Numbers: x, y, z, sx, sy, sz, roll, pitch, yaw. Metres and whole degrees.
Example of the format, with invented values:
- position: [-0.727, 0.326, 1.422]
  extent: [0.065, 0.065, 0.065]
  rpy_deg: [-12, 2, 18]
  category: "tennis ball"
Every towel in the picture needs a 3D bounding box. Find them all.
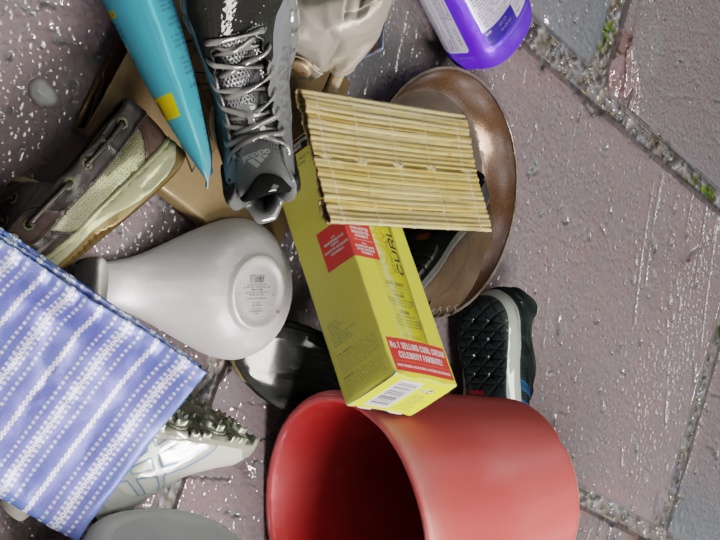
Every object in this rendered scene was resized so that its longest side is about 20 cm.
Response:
- position: [-0.209, 0.065, 1.054]
  extent: [0.199, 0.024, 0.145]
  rpy_deg: [35, 97, -26]
  category: "towel"

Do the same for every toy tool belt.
- position: [-0.020, -0.222, 1.239]
  extent: [0.123, 0.123, 0.202]
  rpy_deg: [83, 12, -64]
  category: "toy tool belt"

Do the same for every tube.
- position: [-0.133, -0.152, 1.125]
  extent: [0.077, 0.050, 0.202]
  rpy_deg: [-80, 149, -77]
  category: "tube"

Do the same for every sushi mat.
- position: [0.027, -0.076, 1.250]
  extent: [0.199, 0.012, 0.097]
  rpy_deg: [2, 75, -52]
  category: "sushi mat"

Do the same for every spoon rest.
- position: [-0.121, 0.011, 1.194]
  extent: [0.199, 0.060, 0.101]
  rpy_deg: [4, 92, -49]
  category: "spoon rest"

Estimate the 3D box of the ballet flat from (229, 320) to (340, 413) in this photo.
- position: [-0.029, 0.077, 1.329]
  extent: [0.199, 0.057, 0.067]
  rpy_deg: [23, 103, -42]
  category: "ballet flat"

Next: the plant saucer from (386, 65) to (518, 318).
- position: [0.057, -0.063, 1.403]
  extent: [0.199, 0.032, 0.203]
  rpy_deg: [-9, 103, -46]
  category: "plant saucer"

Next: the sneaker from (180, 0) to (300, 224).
- position: [-0.066, -0.108, 1.118]
  extent: [0.201, 0.074, 0.116]
  rpy_deg: [82, -3, -51]
  category: "sneaker"

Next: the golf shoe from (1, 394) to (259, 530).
- position: [-0.160, 0.127, 1.178]
  extent: [0.199, 0.078, 0.098]
  rpy_deg: [9, 107, -43]
  category: "golf shoe"

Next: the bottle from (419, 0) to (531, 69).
- position: [0.067, -0.254, 1.358]
  extent: [0.084, 0.065, 0.201]
  rpy_deg: [-58, 133, -31]
  category: "bottle"

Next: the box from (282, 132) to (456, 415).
- position: [0.000, 0.000, 1.224]
  extent: [0.075, 0.050, 0.202]
  rpy_deg: [16, 49, -48]
  category: "box"

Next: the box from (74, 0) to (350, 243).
- position: [-0.098, -0.117, 1.229]
  extent: [0.200, 0.021, 0.165]
  rpy_deg: [40, 66, -44]
  category: "box"

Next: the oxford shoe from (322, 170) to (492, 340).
- position: [0.047, 0.012, 1.329]
  extent: [0.200, 0.072, 0.085]
  rpy_deg: [-44, 128, -35]
  category: "oxford shoe"

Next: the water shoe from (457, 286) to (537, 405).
- position: [0.124, 0.114, 1.477]
  extent: [0.079, 0.071, 0.202]
  rpy_deg: [-12, 109, -54]
  category: "water shoe"

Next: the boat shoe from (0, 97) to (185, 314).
- position: [-0.201, -0.031, 1.101]
  extent: [0.200, 0.073, 0.065]
  rpy_deg: [-43, 99, -25]
  category: "boat shoe"

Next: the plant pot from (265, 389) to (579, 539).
- position: [0.055, 0.178, 1.299]
  extent: [0.176, 0.200, 0.203]
  rpy_deg: [-7, 102, -38]
  category: "plant pot"

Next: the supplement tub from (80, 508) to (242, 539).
- position: [-0.141, 0.270, 1.149]
  extent: [0.122, 0.122, 0.202]
  rpy_deg: [-10, 121, -47]
  category: "supplement tub"
